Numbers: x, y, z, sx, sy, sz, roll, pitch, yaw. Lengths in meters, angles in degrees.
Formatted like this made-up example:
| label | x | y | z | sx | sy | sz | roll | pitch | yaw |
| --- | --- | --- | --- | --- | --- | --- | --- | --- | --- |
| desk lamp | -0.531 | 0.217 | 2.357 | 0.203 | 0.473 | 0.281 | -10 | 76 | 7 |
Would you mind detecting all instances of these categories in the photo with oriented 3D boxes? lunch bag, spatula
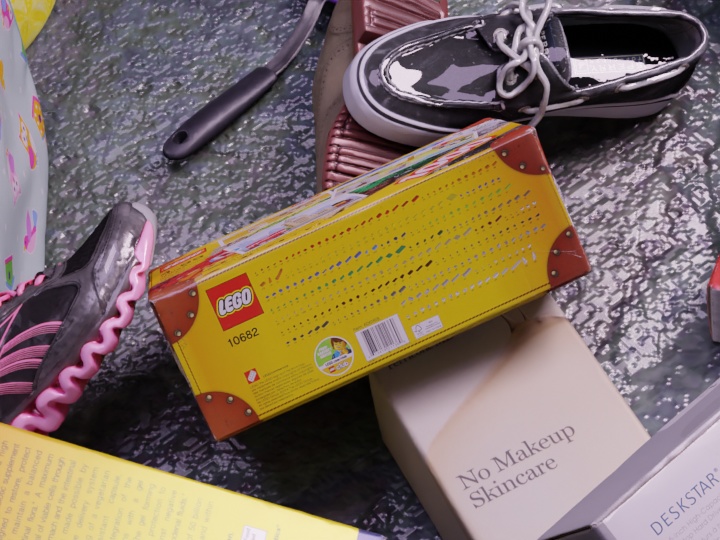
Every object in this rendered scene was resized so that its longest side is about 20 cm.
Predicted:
| label | x | y | z | sx | sy | sz | roll | pitch | yaw |
| --- | --- | --- | --- | --- | --- | --- | --- | --- | --- |
| lunch bag | -0.222 | -0.062 | 1.229 | 0.077 | 0.161 | 0.200 | -7 | 53 | 5 |
| spatula | -0.045 | -0.129 | 1.332 | 0.056 | 0.021 | 0.200 | 26 | 63 | 36 |

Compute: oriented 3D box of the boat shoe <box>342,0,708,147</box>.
| label | x | y | z | sx | sy | sz | roll | pitch | yaw |
| --- | --- | --- | --- | --- | --- | --- | --- | --- | --- |
| boat shoe | 0.091 | -0.111 | 1.227 | 0.199 | 0.068 | 0.074 | -1 | 72 | -15 |

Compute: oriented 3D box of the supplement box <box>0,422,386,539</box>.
| label | x | y | z | sx | sy | sz | roll | pitch | yaw |
| --- | --- | --- | --- | --- | --- | --- | --- | --- | --- |
| supplement box | -0.104 | 0.161 | 1.027 | 0.199 | 0.109 | 0.110 | 17 | 55 | -5 |

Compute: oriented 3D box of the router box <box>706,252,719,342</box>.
| label | x | y | z | sx | sy | sz | roll | pitch | yaw |
| --- | --- | --- | --- | --- | --- | --- | --- | --- | --- |
| router box | 0.299 | -0.024 | 1.170 | 0.199 | 0.049 | 0.180 | 13 | 57 | 20 |

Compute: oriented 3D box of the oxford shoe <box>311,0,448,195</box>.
| label | x | y | z | sx | sy | sz | roll | pitch | yaw |
| --- | --- | --- | --- | --- | --- | --- | --- | --- | --- |
| oxford shoe | 0.006 | -0.078 | 1.269 | 0.070 | 0.075 | 0.201 | 19 | 65 | -21 |

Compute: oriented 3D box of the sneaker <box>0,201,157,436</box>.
| label | x | y | z | sx | sy | sz | roll | pitch | yaw |
| --- | --- | --- | --- | --- | --- | --- | --- | --- | --- |
| sneaker | -0.180 | 0.039 | 1.143 | 0.095 | 0.079 | 0.200 | 36 | 90 | -4 |

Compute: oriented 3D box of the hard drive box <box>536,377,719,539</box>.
| label | x | y | z | sx | sy | sz | roll | pitch | yaw |
| --- | --- | --- | --- | --- | --- | --- | --- | --- | --- |
| hard drive box | 0.199 | 0.140 | 0.954 | 0.156 | 0.077 | 0.200 | -37 | 89 | -19 |

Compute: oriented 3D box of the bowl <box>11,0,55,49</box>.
| label | x | y | z | sx | sy | sz | roll | pitch | yaw |
| --- | --- | --- | --- | --- | --- | --- | --- | --- | --- |
| bowl | -0.291 | -0.202 | 1.382 | 0.199 | 0.108 | 0.201 | -6 | 52 | 7 |

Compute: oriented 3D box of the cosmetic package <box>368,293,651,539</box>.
| label | x | y | z | sx | sy | sz | roll | pitch | yaw |
| --- | --- | --- | --- | --- | --- | --- | --- | --- | --- |
| cosmetic package | 0.093 | 0.113 | 1.092 | 0.103 | 0.073 | 0.200 | -26 | 54 | -10 |

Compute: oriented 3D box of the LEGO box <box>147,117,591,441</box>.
| label | x | y | z | sx | sy | sz | roll | pitch | yaw |
| --- | --- | --- | --- | --- | --- | --- | --- | --- | --- |
| LEGO box | 0.000 | 0.000 | 1.134 | 0.200 | 0.149 | 0.077 | -24 | 97 | -3 |
